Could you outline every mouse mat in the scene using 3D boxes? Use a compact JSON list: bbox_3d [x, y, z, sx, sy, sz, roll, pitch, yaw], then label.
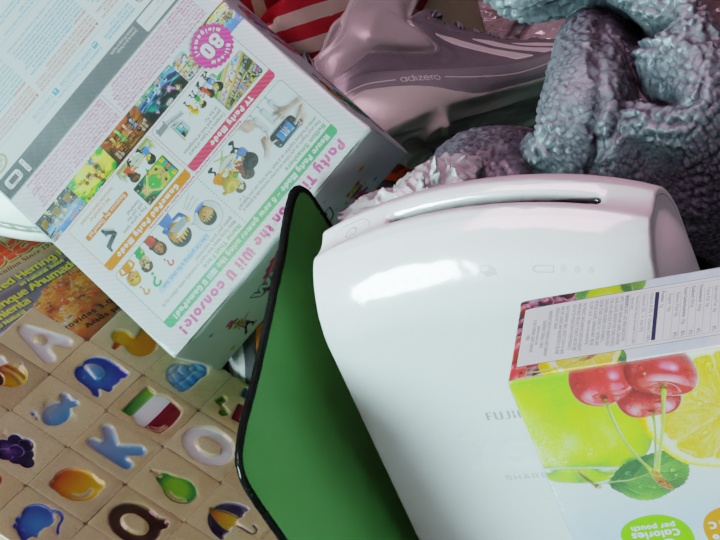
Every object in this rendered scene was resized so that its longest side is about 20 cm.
[{"bbox_3d":[-0.006,0.075,1.091,0.008,0.161,0.200,-17,35,22],"label":"mouse mat"}]

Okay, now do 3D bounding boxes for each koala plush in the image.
[{"bbox_3d":[0.091,-0.038,1.160,0.200,0.177,0.184,-36,44,-7],"label":"koala plush"}]

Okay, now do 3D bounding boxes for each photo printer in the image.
[{"bbox_3d":[0.078,0.045,1.047,0.166,0.200,0.069,-6,39,23],"label":"photo printer"}]

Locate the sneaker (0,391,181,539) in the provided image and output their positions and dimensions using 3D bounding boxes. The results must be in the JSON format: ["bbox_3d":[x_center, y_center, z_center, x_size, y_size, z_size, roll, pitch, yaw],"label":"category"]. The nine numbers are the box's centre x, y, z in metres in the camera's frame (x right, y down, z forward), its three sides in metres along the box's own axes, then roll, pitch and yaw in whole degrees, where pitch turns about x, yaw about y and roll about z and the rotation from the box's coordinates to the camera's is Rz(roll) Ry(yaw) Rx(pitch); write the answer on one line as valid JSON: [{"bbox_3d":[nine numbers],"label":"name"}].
[{"bbox_3d":[-0.131,0.128,1.142,0.080,0.076,0.200,-26,63,-15],"label":"sneaker"}]

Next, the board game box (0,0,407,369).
[{"bbox_3d":[-0.101,-0.071,1.195,0.200,0.064,0.148,43,96,20],"label":"board game box"}]

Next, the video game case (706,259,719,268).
[{"bbox_3d":[0.257,-0.043,1.211,0.182,0.022,0.200,-25,34,0],"label":"video game case"}]

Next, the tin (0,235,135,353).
[{"bbox_3d":[-0.150,0.011,1.261,0.112,0.042,0.200,32,48,30],"label":"tin"}]

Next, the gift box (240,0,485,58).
[{"bbox_3d":[-0.027,-0.149,1.385,0.184,0.200,0.187,-12,22,22],"label":"gift box"}]

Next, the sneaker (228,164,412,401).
[{"bbox_3d":[0.000,0.000,1.260,0.112,0.078,0.200,0,50,17],"label":"sneaker"}]

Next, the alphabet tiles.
[{"bbox_3d":[-0.103,0.093,1.139,0.200,0.006,0.166,31,41,11],"label":"alphabet tiles"}]

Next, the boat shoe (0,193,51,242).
[{"bbox_3d":[-0.116,-0.061,1.277,0.200,0.076,0.060,-7,9,5],"label":"boat shoe"}]

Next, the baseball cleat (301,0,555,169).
[{"bbox_3d":[0.055,-0.115,1.268,0.200,0.106,0.070,-17,-19,-44],"label":"baseball cleat"}]

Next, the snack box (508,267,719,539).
[{"bbox_3d":[0.155,0.090,0.941,0.142,0.200,0.053,-9,37,20],"label":"snack box"}]
